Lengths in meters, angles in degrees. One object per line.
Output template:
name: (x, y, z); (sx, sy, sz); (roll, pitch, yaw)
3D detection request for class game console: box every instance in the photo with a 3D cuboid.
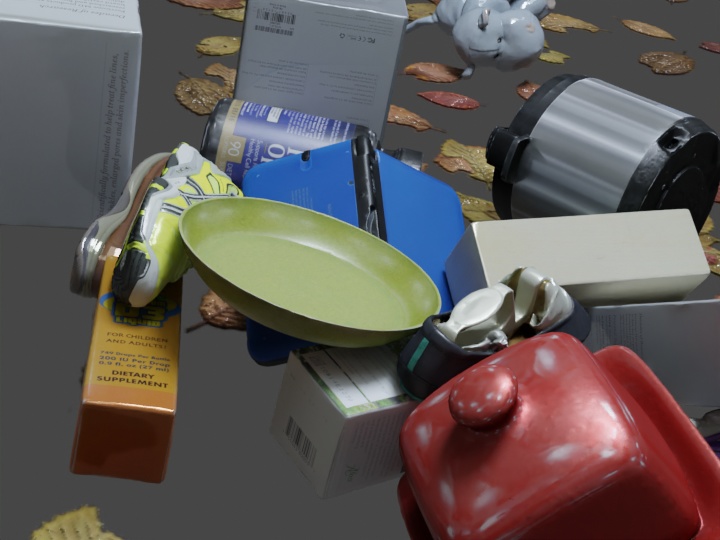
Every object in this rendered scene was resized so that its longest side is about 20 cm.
game console: (0.000, 0.000, 1.061); (0.171, 0.118, 0.200); (-14, 55, 12)

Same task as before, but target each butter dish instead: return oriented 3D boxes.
butter dish: (0.102, 0.115, 0.777); (0.199, 0.148, 0.200); (-33, 36, 6)

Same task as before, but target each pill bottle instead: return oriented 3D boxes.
pill bottle: (-0.046, -0.090, 1.175); (0.200, 0.112, 0.112); (11, 30, 1)

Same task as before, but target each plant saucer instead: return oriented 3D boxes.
plant saucer: (-0.039, 0.004, 0.913); (0.200, 0.031, 0.200); (17, 21, -7)

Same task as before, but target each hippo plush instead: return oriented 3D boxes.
hippo plush: (0.168, -0.342, 1.639); (0.200, 0.159, 0.161); (8, 29, -7)

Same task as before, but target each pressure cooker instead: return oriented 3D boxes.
pressure cooker: (0.225, -0.095, 1.209); (0.200, 0.176, 0.179); (30, 68, 33)

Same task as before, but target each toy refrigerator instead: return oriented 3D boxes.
toy refrigerator: (0.179, -0.004, 1.043); (0.200, 0.076, 0.070); (-5, 65, -17)

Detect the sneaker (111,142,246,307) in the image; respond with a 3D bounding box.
sneaker: (-0.134, -0.034, 0.965); (0.076, 0.075, 0.200); (28, 32, -8)

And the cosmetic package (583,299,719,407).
cosmetic package: (0.264, 0.062, 0.963); (0.113, 0.081, 0.200); (-2, -4, -24)

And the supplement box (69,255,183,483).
supplement box: (-0.167, 0.066, 0.911); (0.066, 0.069, 0.200); (8, 27, -12)

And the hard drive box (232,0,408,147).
hard drive box: (-0.048, -0.182, 1.244); (0.156, 0.200, 0.077); (8, 29, -7)

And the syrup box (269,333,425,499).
syrup box: (0.043, 0.094, 0.921); (0.200, 0.081, 0.079); (-9, 38, -35)

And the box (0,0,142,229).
box: (-0.302, -0.153, 1.103); (0.200, 0.199, 0.131); (4, 31, -15)

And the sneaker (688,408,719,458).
sneaker: (0.216, 0.153, 0.891); (0.200, 0.081, 0.083); (-10, 65, -16)

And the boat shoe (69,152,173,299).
boat shoe: (-0.179, -0.033, 1.079); (0.072, 0.076, 0.200); (19, 39, 5)

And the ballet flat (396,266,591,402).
ballet flat: (0.107, 0.036, 0.895); (0.200, 0.073, 0.073); (-19, 42, -42)
